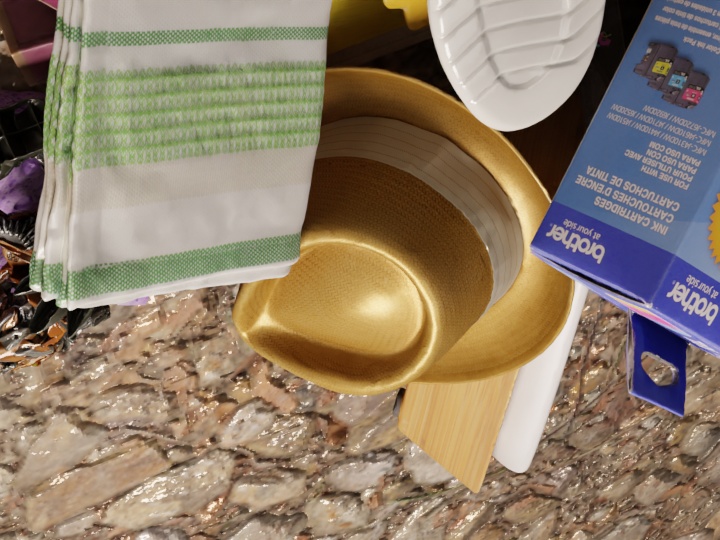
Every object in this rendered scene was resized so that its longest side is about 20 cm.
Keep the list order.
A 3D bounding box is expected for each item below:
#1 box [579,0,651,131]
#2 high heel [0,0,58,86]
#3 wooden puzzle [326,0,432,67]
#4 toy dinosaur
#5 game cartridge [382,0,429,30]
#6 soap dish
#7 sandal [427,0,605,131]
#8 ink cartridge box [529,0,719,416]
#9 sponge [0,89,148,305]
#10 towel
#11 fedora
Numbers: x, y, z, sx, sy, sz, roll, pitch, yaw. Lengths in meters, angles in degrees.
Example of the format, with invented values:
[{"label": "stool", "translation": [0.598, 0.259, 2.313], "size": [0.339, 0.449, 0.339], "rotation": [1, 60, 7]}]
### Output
[{"label": "box", "translation": [0.183, -0.109, 0.880], "size": [0.199, 0.144, 0.036], "rotation": [9, 157, -39]}, {"label": "high heel", "translation": [-0.110, -0.139, 0.672], "size": [0.096, 0.068, 0.200], "rotation": [-22, 167, -5]}, {"label": "wooden puzzle", "translation": [0.004, -0.163, 0.782], "size": [0.199, 0.037, 0.186], "rotation": [-19, 140, -16]}, {"label": "toy dinosaur", "translation": [-0.117, -0.031, 0.771], "size": [0.201, 0.102, 0.136], "rotation": [-64, 161, 9]}, {"label": "game cartridge", "translation": [0.096, -0.194, 0.727], "size": [0.199, 0.033, 0.177], "rotation": [-11, 137, 0]}, {"label": "soap dish", "translation": [0.079, -0.004, 0.917], "size": [0.081, 0.158, 0.201], "rotation": [15, 133, 3]}, {"label": "sandal", "translation": [0.051, -0.153, 0.706], "size": [0.082, 0.050, 0.203], "rotation": [-24, 125, -8]}, {"label": "ink cartridge box", "translation": [0.164, -0.037, 0.768], "size": [0.136, 0.076, 0.201], "rotation": [25, 94, -47]}, {"label": "sponge", "translation": [-0.175, -0.034, 0.806], "size": [0.199, 0.030, 0.112], "rotation": [2, 131, -35]}, {"label": "towel", "translation": [-0.067, -0.090, 0.683], "size": [0.149, 0.031, 0.201], "rotation": [-10, 111, -52]}, {"label": "fedora", "translation": [0.000, 0.000, 0.807], "size": [0.082, 0.200, 0.201], "rotation": [-52, 159, -42]}]
